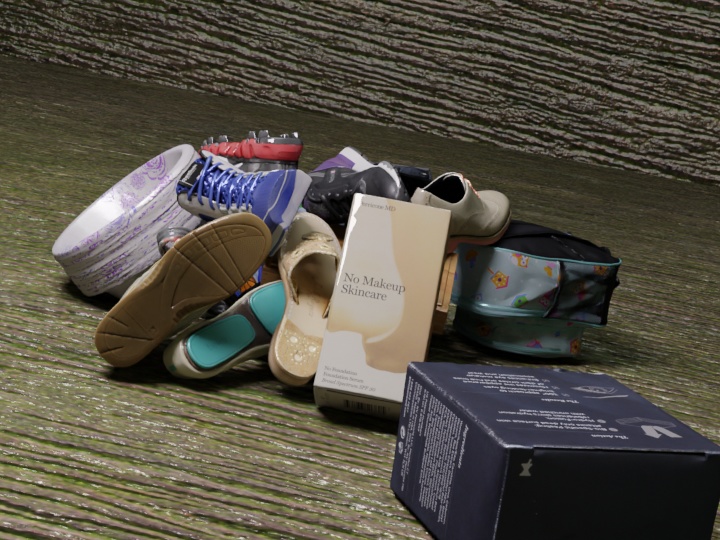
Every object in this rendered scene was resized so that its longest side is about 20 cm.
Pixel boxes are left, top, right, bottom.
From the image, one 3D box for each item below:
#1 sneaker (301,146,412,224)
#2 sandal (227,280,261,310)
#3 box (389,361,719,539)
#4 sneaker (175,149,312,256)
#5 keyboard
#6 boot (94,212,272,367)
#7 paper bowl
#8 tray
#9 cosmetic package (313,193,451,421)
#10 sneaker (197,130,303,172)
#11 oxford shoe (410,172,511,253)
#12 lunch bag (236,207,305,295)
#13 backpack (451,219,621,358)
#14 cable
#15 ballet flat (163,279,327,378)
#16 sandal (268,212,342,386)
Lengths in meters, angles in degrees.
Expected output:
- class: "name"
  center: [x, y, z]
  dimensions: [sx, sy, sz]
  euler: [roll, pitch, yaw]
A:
- class: "sneaker"
  center: [-0.009, -0.070, 1.610]
  dimensions: [0.087, 0.076, 0.200]
  euler: [-27, 19, -13]
- class: "sandal"
  center: [-0.070, 0.027, 1.652]
  dimensions: [0.075, 0.045, 0.200]
  euler: [22, 45, 29]
- class: "box"
  center: [0.151, 0.161, 1.223]
  dimensions: [0.195, 0.119, 0.200]
  euler: [5, 13, -22]
- class: "sneaker"
  center: [-0.132, -0.073, 1.587]
  dimensions: [0.114, 0.081, 0.199]
  euler: [30, -15, -14]
- class: "keyboard"
  center: [0.040, -0.076, 1.773]
  dimensions: [0.103, 0.040, 0.200]
  euler: [11, -27, -7]
- class: "boot"
  center: [-0.174, 0.011, 1.515]
  dimensions: [0.072, 0.200, 0.155]
  euler: [50, 0, -6]
- class: "paper bowl"
  center: [-0.242, -0.043, 1.730]
  dimensions: [0.200, 0.105, 0.201]
  euler: [-33, 19, 13]
- class: "tray"
  center: [0.000, 0.000, 1.624]
  dimensions: [0.198, 0.037, 0.099]
  euler: [13, 41, 1]
- class: "cosmetic package"
  center: [0.023, 0.036, 1.476]
  dimensions: [0.104, 0.202, 0.071]
  euler: [9, -20, 3]
- class: "sneaker"
  center: [-0.134, -0.107, 1.770]
  dimensions: [0.070, 0.099, 0.200]
  euler: [0, 1, -33]
- class: "oxford shoe"
  center: [0.115, -0.070, 1.679]
  dimensions: [0.070, 0.075, 0.199]
  euler: [23, 23, 26]
- class: "lunch bag"
  center: [-0.140, -0.044, 1.869]
  dimensions: [0.199, 0.125, 0.169]
  euler: [27, 21, 31]
- class: "backpack"
  center: [0.178, 0.015, 1.795]
  dimensions: [0.198, 0.155, 0.176]
  euler: [14, 9, -30]
- class: "cable"
  center: [-0.171, 0.009, 1.638]
  dimensions: [0.096, 0.051, 0.201]
  euler: [5, -30, -3]
- class: "ballet flat"
  center: [-0.114, 0.062, 1.533]
  dimensions: [0.199, 0.070, 0.069]
  euler: [-20, 29, -39]
- class: "sandal"
  center: [-0.041, 0.011, 1.520]
  dimensions: [0.077, 0.070, 0.213]
  euler: [22, 50, -16]
